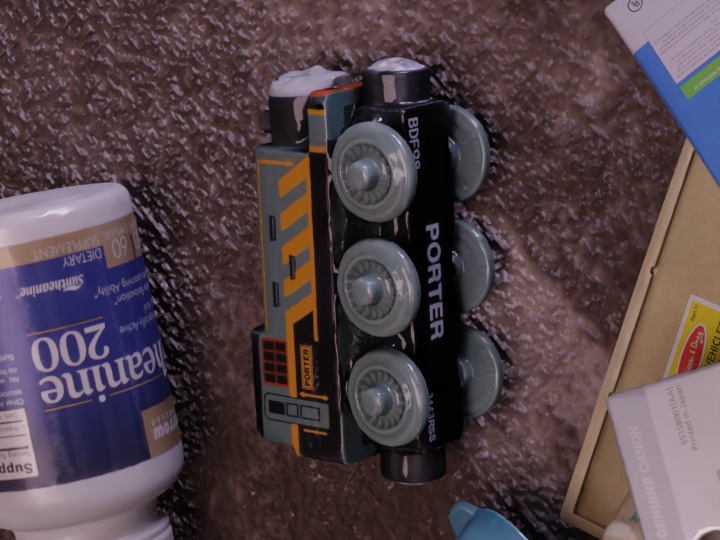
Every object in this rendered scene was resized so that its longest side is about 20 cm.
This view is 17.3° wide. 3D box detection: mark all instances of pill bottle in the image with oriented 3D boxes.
[{"bbox_3d":[-0.150,0.063,1.187,0.111,0.111,0.200,-6,99,31],"label":"pill bottle"}]

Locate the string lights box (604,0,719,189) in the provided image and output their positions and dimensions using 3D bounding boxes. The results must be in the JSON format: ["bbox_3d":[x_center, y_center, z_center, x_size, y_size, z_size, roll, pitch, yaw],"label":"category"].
[{"bbox_3d":[0.194,-0.053,0.946,0.103,0.059,0.200,-37,65,17],"label":"string lights box"}]

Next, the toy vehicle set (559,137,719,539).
[{"bbox_3d":[0.174,0.048,1.048,0.124,0.027,0.200,26,114,22],"label":"toy vehicle set"}]

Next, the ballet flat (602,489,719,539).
[{"bbox_3d":[0.163,0.176,1.036,0.069,0.069,0.200,-19,109,32],"label":"ballet flat"}]

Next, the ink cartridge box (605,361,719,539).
[{"bbox_3d":[0.210,0.120,0.965,0.173,0.044,0.200,-20,74,23],"label":"ink cartridge box"}]

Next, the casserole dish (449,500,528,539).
[{"bbox_3d":[0.095,0.193,1.083,0.200,0.039,0.121,49,163,11],"label":"casserole dish"}]

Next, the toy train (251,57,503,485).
[{"bbox_3d":[0.000,0.000,1.108,0.114,0.085,0.200,6,105,38],"label":"toy train"}]
